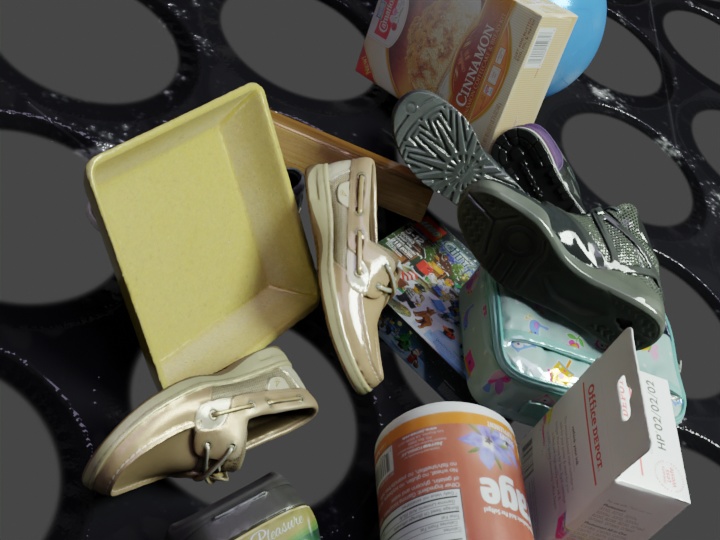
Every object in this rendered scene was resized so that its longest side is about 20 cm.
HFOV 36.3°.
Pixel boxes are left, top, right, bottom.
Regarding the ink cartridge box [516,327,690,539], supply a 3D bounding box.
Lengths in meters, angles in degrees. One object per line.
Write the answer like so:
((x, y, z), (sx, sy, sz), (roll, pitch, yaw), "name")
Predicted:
((0.183, 0.151, 0.838), (0.067, 0.201, 0.116), (19, 43, -15), "ink cartridge box")

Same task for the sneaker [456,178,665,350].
((0.171, -0.025, 0.921), (0.198, 0.076, 0.115), (30, 40, -6), "sneaker")

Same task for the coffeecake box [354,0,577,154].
((0.106, -0.238, 1.158), (0.200, 0.155, 0.073), (37, 32, 30), "coffeecake box")

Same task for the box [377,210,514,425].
((0.088, 0.046, 1.002), (0.200, 0.038, 0.136), (44, 43, 12), "box")

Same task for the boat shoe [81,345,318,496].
((-0.108, 0.116, 0.791), (0.065, 0.072, 0.199), (46, 42, 17), "boat shoe")

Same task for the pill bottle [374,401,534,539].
((0.071, 0.205, 0.785), (0.111, 0.113, 0.201), (14, 45, -20), "pill bottle")

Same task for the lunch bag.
((0.186, 0.071, 0.950), (0.198, 0.077, 0.161), (17, 43, -16), "lunch bag")

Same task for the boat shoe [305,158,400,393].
((0.000, 0.000, 0.916), (0.064, 0.071, 0.202), (-11, 75, 5), "boat shoe")

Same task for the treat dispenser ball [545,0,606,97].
((0.182, -0.296, 1.262), (0.199, 0.201, 0.202), (17, 44, -17), "treat dispenser ball")

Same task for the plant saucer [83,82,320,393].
((-0.127, -0.023, 0.867), (0.200, 0.048, 0.202), (-37, 117, -47), "plant saucer")

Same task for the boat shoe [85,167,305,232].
((-0.137, -0.066, 0.952), (0.198, 0.063, 0.073), (-2, 52, -33), "boat shoe")

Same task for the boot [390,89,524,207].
((0.073, -0.121, 1.050), (0.165, 0.066, 0.200), (47, 8, -21), "boot")

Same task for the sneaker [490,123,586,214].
((0.208, -0.058, 1.115), (0.087, 0.075, 0.202), (-28, 97, -60), "sneaker")

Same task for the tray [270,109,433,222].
((-0.033, -0.108, 1.043), (0.198, 0.037, 0.099), (22, 12, -13), "tray")

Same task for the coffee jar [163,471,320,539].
((-0.043, 0.233, 0.706), (0.104, 0.086, 0.201), (-22, 64, -31), "coffee jar")
